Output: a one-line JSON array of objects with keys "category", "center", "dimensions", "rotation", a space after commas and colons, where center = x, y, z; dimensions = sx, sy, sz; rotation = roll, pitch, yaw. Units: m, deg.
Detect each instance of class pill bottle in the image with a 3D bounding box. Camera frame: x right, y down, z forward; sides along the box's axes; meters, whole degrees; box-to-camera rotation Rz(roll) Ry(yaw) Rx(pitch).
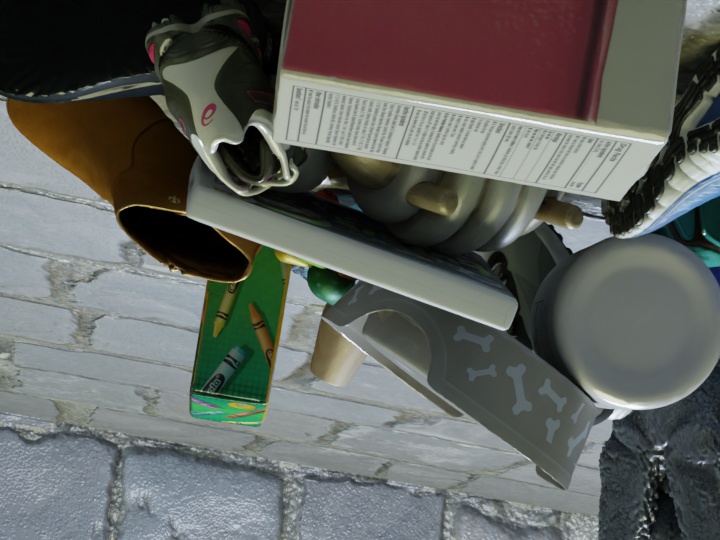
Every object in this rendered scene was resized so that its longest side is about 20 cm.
[{"category": "pill bottle", "center": [0.175, 0.037, 1.446], "dimensions": [0.114, 0.115, 0.200], "rotation": [9, 177, -2]}]

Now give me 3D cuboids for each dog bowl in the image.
[{"category": "dog bowl", "center": [0.070, 0.065, 1.404], "dimensions": [0.200, 0.059, 0.200], "rotation": [36, 176, 3]}]

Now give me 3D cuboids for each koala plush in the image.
[{"category": "koala plush", "center": [0.303, 0.144, 1.622], "dimensions": [0.199, 0.185, 0.177], "rotation": [-8, -172, -33]}]

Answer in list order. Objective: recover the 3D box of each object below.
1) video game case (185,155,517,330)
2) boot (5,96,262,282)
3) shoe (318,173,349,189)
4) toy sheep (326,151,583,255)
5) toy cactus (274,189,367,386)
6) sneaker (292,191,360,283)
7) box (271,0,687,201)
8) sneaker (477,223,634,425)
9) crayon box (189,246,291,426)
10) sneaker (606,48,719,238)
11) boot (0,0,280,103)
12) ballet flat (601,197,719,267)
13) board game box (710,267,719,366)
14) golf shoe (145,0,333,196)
[{"category": "video game case", "center": [-0.009, -0.021, 1.297], "dimensions": [0.199, 0.023, 0.182], "rotation": [20, -172, -7]}, {"category": "boot", "center": [-0.153, -0.064, 1.403], "dimensions": [0.201, 0.071, 0.144], "rotation": [25, -161, -5]}, {"category": "shoe", "center": [0.000, -0.076, 1.409], "dimensions": [0.199, 0.070, 0.053], "rotation": [1, 143, 22]}, {"category": "toy sheep", "center": [0.066, -0.070, 1.276], "dimensions": [0.199, 0.139, 0.138], "rotation": [11, 169, -32]}, {"category": "toy cactus", "center": [0.000, 0.000, 1.505], "dimensions": [0.102, 0.166, 0.200], "rotation": [30, -161, 21]}, {"category": "sneaker", "center": [-0.018, -0.020, 1.721], "dimensions": [0.095, 0.080, 0.200], "rotation": [17, 160, 9]}, {"category": "box", "center": [0.059, -0.117, 1.107], "dimensions": [0.199, 0.109, 0.128], "rotation": [9, 167, -3]}, {"category": "sneaker", "center": [0.129, 0.031, 1.586], "dimensions": [0.079, 0.200, 0.074], "rotation": [-22, 159, -26]}, {"category": "crayon box", "center": [-0.081, 0.005, 1.544], "dimensions": [0.058, 0.201, 0.119], "rotation": [9, 167, -3]}, {"category": "sneaker", "center": [0.215, -0.068, 1.263], "dimensions": [0.089, 0.079, 0.200], "rotation": [8, 159, -25]}, {"category": "boot", "center": [-0.125, -0.115, 1.322], "dimensions": [0.199, 0.077, 0.168], "rotation": [-2, 161, 18]}, {"category": "ballet flat", "center": [0.203, -0.040, 1.436], "dimensions": [0.070, 0.068, 0.200], "rotation": [-9, 162, 27]}, {"category": "board game box", "center": [0.324, 0.043, 1.662], "dimensions": [0.159, 0.097, 0.200], "rotation": [0, 165, 35]}, {"category": "golf shoe", "center": [-0.064, -0.074, 1.217], "dimensions": [0.077, 0.088, 0.200], "rotation": [-21, 155, 13]}]
